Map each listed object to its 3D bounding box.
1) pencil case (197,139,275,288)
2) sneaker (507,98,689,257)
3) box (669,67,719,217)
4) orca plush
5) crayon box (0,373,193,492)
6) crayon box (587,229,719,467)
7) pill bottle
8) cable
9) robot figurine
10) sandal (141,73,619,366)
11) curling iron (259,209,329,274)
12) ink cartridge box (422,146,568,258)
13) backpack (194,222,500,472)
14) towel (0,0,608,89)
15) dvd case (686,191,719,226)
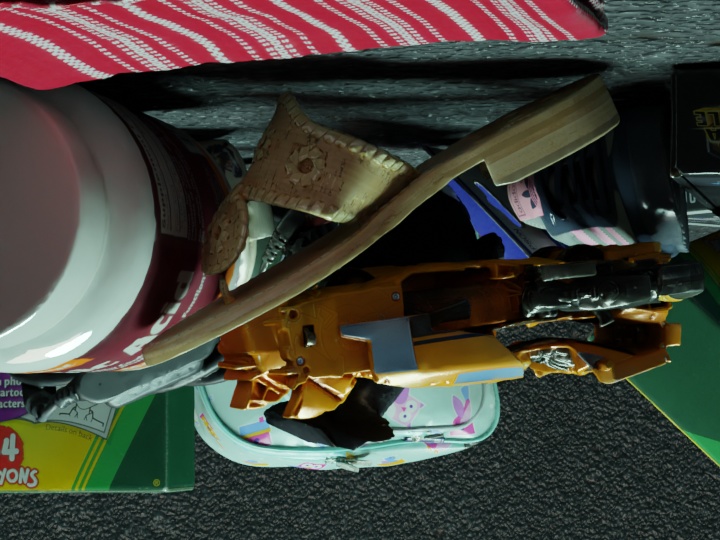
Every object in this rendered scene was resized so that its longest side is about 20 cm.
[{"bbox_3d":[-0.145,-0.026,0.932,0.198,0.079,0.089,1,-173,-22],"label":"pencil case"},{"bbox_3d":[0.109,-0.036,0.904,0.081,0.071,0.200,-5,175,5],"label":"sneaker"},{"bbox_3d":[0.240,-0.055,0.833,0.198,0.050,0.198,-1,176,15],"label":"box"},{"bbox_3d":[0.000,0.000,0.935,0.104,0.071,0.200,-11,-150,39],"label":"orca plush"},{"bbox_3d":[-0.200,0.044,1.161,0.198,0.175,0.058,-2,175,13],"label":"crayon box"},{"bbox_3d":[0.224,0.058,0.981,0.172,0.058,0.200,43,-156,15],"label":"crayon box"},{"bbox_3d":[-0.123,-0.016,0.774,0.113,0.116,0.200,-2,177,11],"label":"pill bottle"},{"bbox_3d":[-0.102,0.006,1.047,0.198,0.051,0.163,-26,-147,-8],"label":"cable"},{"bbox_3d":[0.046,0.023,0.825,0.198,0.059,0.145,-6,-178,-20],"label":"robot figurine"},{"bbox_3d":[-0.005,-0.043,0.764,0.210,0.070,0.078,-27,-173,-4],"label":"sandal"},{"bbox_3d":[-0.014,-0.028,1.002,0.025,0.050,0.200,22,-158,8],"label":"curling iron"},{"bbox_3d":[0.112,-0.020,1.063,0.095,0.037,0.199,48,-157,29],"label":"ink cartridge box"},{"bbox_3d":[-0.018,0.038,1.222,0.198,0.178,0.153,-5,175,-7],"label":"backpack"},{"bbox_3d":[-0.034,-0.077,0.580,0.198,0.023,0.144,-2,177,16],"label":"towel"},{"bbox_3d":[0.277,-0.046,1.207,0.149,0.025,0.199,2,175,-41],"label":"dvd case"}]
